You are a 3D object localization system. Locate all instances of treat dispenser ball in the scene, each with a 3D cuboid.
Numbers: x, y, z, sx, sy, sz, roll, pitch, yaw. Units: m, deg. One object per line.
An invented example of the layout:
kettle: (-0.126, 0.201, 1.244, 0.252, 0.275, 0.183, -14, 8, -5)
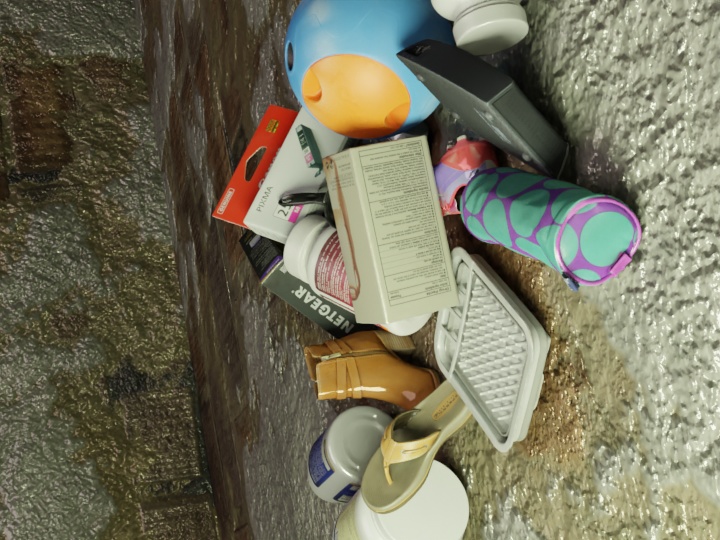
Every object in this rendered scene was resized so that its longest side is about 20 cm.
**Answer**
treat dispenser ball: (0.011, -0.255, 1.129, 0.201, 0.201, 0.201, 174, 90, -70)

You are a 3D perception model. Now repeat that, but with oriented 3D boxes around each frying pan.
frying pan: (-0.028, -0.084, 1.248, 0.190, 0.031, 0.115, -28, 49, 29)

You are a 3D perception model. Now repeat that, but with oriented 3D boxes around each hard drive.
hard drive: (0.124, -0.170, 0.967, 0.042, 0.135, 0.200, -48, 34, 3)

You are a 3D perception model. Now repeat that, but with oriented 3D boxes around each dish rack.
dish rack: (0.149, 0.084, 1.075, 0.200, 0.043, 0.172, -123, 34, -52)

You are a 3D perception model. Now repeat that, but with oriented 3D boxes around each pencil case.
pencil case: (0.173, -0.045, 0.908, 0.092, 0.085, 0.200, 53, 173, -24)

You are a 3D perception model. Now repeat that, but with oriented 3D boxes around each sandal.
sandal: (0.065, 0.201, 1.158, 0.200, 0.054, 0.080, -50, 45, -1)

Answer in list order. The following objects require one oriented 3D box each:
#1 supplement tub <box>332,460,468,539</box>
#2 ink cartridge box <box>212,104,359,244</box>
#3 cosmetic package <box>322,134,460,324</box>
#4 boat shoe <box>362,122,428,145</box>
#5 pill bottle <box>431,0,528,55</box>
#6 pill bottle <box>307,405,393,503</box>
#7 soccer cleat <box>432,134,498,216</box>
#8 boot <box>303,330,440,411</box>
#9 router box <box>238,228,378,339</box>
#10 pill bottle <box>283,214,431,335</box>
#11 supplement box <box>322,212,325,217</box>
supplement tub: (0.052, 0.337, 1.262, 0.200, 0.145, 0.145, 117, 142, -56)
ink cartridge box: (-0.112, -0.147, 1.364, 0.200, 0.173, 0.044, -64, -28, -11)
cosmetic package: (0.034, -0.046, 1.102, 0.087, 0.103, 0.200, -5, 96, 65)
boat shoe: (0.023, -0.192, 1.296, 0.200, 0.071, 0.091, -121, 36, -46)
pill bottle: (0.113, -0.325, 0.967, 0.104, 0.104, 0.200, 140, 122, -66)
pill bottle: (-0.017, 0.293, 1.476, 0.200, 0.120, 0.120, 124, 136, -60)
soccer cleat: (0.101, -0.091, 1.124, 0.200, 0.067, 0.077, 141, 126, -62)
boot: (0.017, 0.158, 1.291, 0.200, 0.155, 0.074, -124, 34, -52)
router box: (-0.080, 0.021, 1.434, 0.052, 0.200, 0.157, -48, 31, 6)
pill bottle: (0.000, 0.000, 1.254, 0.200, 0.110, 0.110, 26, 124, 34)
supplement box: (-0.052, -0.136, 1.428, 0.109, 0.061, 0.200, 104, 173, -69)
